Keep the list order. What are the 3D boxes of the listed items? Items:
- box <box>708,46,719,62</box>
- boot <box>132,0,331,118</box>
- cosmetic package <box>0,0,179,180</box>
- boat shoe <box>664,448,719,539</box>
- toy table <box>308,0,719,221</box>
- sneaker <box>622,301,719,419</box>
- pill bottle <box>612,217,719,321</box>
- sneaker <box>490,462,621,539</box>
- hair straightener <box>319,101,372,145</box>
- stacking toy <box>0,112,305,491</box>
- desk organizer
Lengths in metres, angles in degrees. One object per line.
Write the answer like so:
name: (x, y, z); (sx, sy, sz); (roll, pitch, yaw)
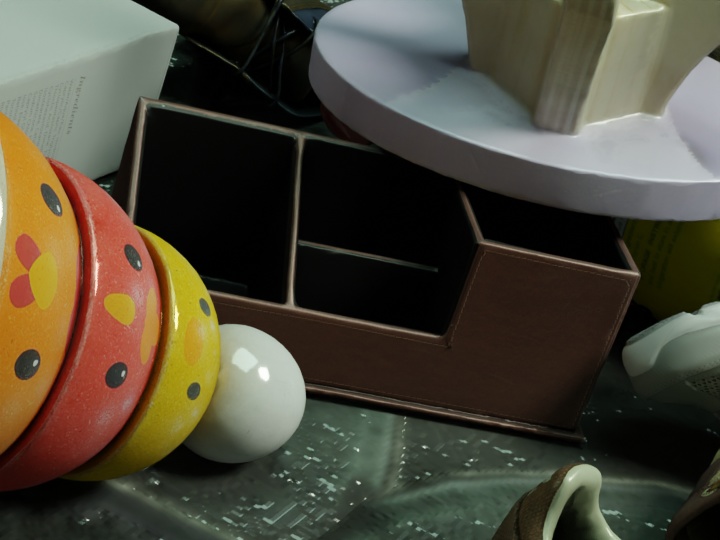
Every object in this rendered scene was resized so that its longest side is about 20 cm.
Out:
box: (0.183, -0.151, 0.949); (0.082, 0.200, 0.068); (38, 63, 14)
boot: (-0.051, -0.125, 1.025); (0.097, 0.075, 0.200); (36, 9, 15)
cosmetic package: (-0.171, -0.071, 0.887); (0.101, 0.074, 0.200); (29, 26, 19)
boat shoe: (0.190, 0.076, 0.764); (0.200, 0.072, 0.072); (-14, 9, 45)
toy table: (0.086, -0.105, 0.869); (0.199, 0.118, 0.184); (8, 35, -6)
sneaker: (0.197, 0.060, 0.871); (0.199, 0.075, 0.082); (11, 70, -17)
pill bottle: (0.134, -0.039, 0.983); (0.200, 0.110, 0.109); (32, 29, 25)
sneaker: (0.110, 0.138, 0.673); (0.200, 0.076, 0.070); (36, 31, 30)
hair straightener: (0.061, -0.135, 1.024); (0.041, 0.200, 0.077); (49, 33, 18)
stacking toy: (-0.095, 0.021, 0.733); (0.200, 0.146, 0.146); (17, 22, -41)
desk organizer: (0.000, 0.000, 0.859); (0.199, 0.077, 0.072); (11, 28, -16)
